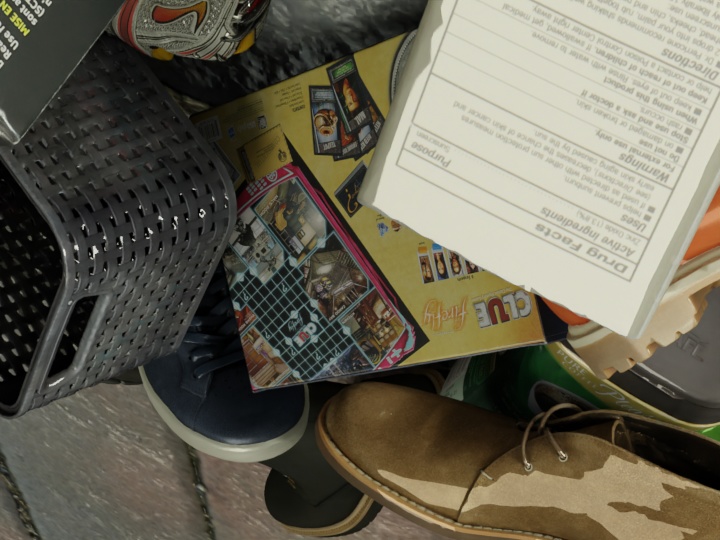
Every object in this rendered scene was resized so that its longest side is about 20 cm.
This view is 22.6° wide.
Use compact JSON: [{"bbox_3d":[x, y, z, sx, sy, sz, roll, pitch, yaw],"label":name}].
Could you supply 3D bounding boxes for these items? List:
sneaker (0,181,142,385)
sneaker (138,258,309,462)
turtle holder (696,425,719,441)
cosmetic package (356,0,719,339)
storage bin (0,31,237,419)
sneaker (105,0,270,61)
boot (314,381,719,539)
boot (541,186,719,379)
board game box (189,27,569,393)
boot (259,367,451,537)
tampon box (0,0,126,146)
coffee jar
[{"bbox_3d":[-0.168,-0.006,1.037,0.200,0.076,0.091,42,144,-23],"label":"sneaker"},{"bbox_3d":[-0.085,0.004,0.890,0.200,0.075,0.085,55,157,37],"label":"sneaker"},{"bbox_3d":[0.196,0.147,0.843,0.132,0.141,0.185,28,153,-28],"label":"turtle holder"},{"bbox_3d":[0.084,-0.095,0.530,0.103,0.087,0.200,28,123,9],"label":"cosmetic package"},{"bbox_3d":[-0.160,-0.051,0.826,0.200,0.094,0.135,52,140,20],"label":"storage bin"},{"bbox_3d":[-0.056,-0.132,0.726,0.082,0.078,0.200,40,161,-23],"label":"sneaker"},{"bbox_3d":[0.077,0.078,0.758,0.200,0.074,0.075,19,132,13],"label":"boot"},{"bbox_3d":[0.124,-0.053,0.625,0.200,0.075,0.107,-37,92,32],"label":"boot"},{"bbox_3d":[0.008,-0.025,0.775,0.200,0.035,0.136,-12,90,51],"label":"board game box"},{"bbox_3d":[-0.043,0.095,1.006,0.138,0.077,0.200,7,151,-29],"label":"boot"},{"bbox_3d":[-0.146,-0.154,0.634,0.150,0.200,0.126,0,138,45],"label":"tampon box"},{"bbox_3d":[0.111,0.041,0.811,0.104,0.085,0.200,32,153,-1],"label":"coffee jar"}]
